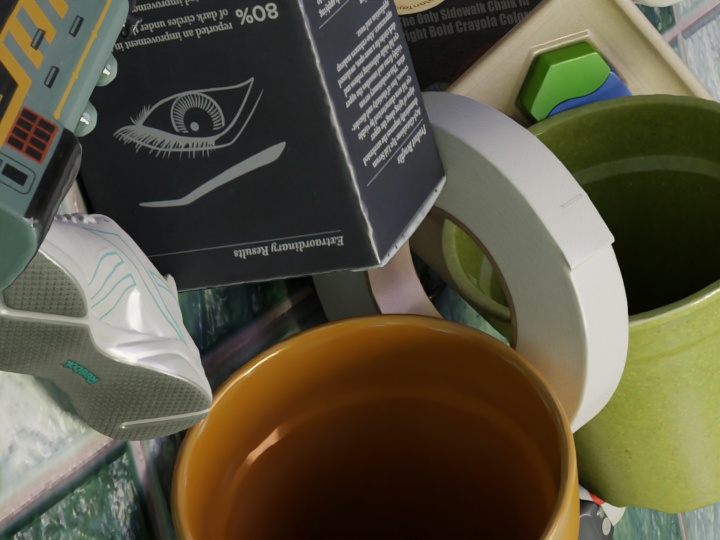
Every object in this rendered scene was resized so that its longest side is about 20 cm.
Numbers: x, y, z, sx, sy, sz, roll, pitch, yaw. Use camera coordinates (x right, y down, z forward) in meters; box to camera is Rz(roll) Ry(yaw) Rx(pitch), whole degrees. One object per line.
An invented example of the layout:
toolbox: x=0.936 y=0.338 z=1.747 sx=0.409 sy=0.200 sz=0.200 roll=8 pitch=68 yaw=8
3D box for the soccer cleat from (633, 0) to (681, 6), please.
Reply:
soccer cleat: x=0.172 y=-0.199 z=1.387 sx=0.200 sy=0.077 sz=0.070 roll=-2 pitch=86 yaw=-63

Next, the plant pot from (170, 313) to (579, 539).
plant pot: x=0.017 y=0.157 z=1.157 sx=0.184 sy=0.199 sz=0.201 roll=79 pitch=21 yaw=-47

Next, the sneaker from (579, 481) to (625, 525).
sneaker: x=0.140 y=0.134 z=1.467 sx=0.093 sy=0.070 sz=0.200 roll=47 pitch=-8 yaw=42

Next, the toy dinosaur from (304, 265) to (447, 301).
toy dinosaur: x=0.000 y=0.000 z=1.299 sx=0.088 sy=0.047 sz=0.201 roll=-32 pitch=112 yaw=-44

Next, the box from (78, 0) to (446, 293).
box: x=-0.063 y=-0.100 z=1.083 sx=0.104 sy=0.147 sz=0.201 roll=-52 pitch=131 yaw=-56

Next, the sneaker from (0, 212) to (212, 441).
sneaker: x=-0.137 y=0.008 z=1.011 sx=0.200 sy=0.070 sz=0.081 roll=45 pitch=28 yaw=-54

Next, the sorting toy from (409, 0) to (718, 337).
sorting toy: x=0.119 y=-0.060 z=1.364 sx=0.185 sy=0.200 sz=0.037 roll=42 pitch=14 yaw=-35

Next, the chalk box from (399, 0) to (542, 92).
chalk box: x=0.087 y=-0.178 z=1.436 sx=0.124 sy=0.124 sz=0.201 roll=-41 pitch=121 yaw=-59

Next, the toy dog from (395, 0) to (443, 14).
toy dog: x=0.011 y=-0.213 z=1.232 sx=0.200 sy=0.096 sz=0.133 roll=-18 pitch=86 yaw=-66

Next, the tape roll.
tape roll: x=0.053 y=0.005 z=1.183 sx=0.037 sy=0.202 sz=0.204 roll=-31 pitch=114 yaw=-36

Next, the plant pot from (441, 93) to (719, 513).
plant pot: x=0.166 y=0.032 z=1.300 sx=0.201 sy=0.199 sz=0.185 roll=-69 pitch=148 yaw=-44

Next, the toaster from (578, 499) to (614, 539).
toaster: x=0.103 y=0.229 z=1.357 sx=0.201 sy=0.128 sz=0.114 roll=62 pitch=34 yaw=-35

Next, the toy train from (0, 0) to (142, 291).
toy train: x=-0.158 y=-0.083 z=0.915 sx=0.114 sy=0.085 sz=0.201 roll=31 pitch=45 yaw=-15
